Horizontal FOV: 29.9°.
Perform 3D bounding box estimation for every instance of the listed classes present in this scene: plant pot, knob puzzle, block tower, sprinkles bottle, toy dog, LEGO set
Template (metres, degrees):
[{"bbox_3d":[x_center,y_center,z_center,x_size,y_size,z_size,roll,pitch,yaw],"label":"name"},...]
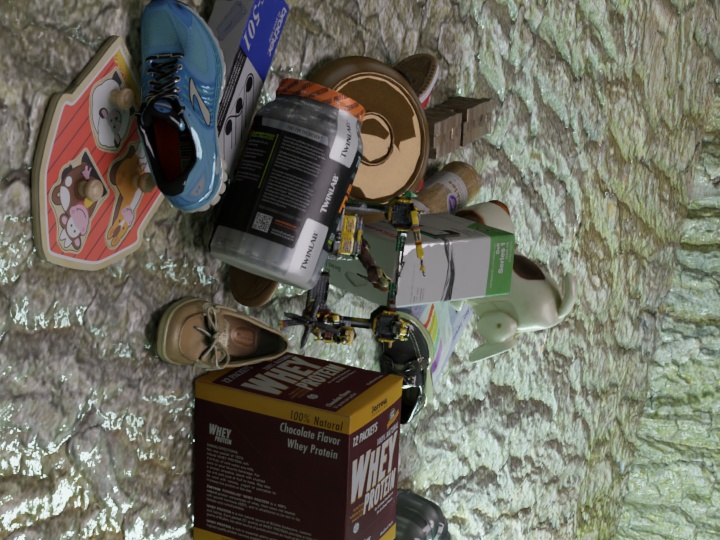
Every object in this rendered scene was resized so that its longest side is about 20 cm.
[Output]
[{"bbox_3d":[0.007,-0.156,1.605,0.200,0.027,0.201,-1,91,-33],"label":"plant pot"},{"bbox_3d":[-0.235,-0.085,1.246,0.220,0.030,0.220,-37,133,-55],"label":"knob puzzle"},{"bbox_3d":[0.123,-0.204,1.910,0.200,0.058,0.054,-28,125,-56],"label":"block tower"},{"bbox_3d":[0.101,-0.094,1.893,0.200,0.068,0.068,-39,134,-54],"label":"sprinkles bottle"},{"bbox_3d":[0.187,0.003,1.881,0.139,0.194,0.200,-31,94,-41],"label":"toy dog"},{"bbox_3d":[0.000,0.000,1.523,0.116,0.153,0.201,-121,-134,-79],"label":"LEGO set"}]

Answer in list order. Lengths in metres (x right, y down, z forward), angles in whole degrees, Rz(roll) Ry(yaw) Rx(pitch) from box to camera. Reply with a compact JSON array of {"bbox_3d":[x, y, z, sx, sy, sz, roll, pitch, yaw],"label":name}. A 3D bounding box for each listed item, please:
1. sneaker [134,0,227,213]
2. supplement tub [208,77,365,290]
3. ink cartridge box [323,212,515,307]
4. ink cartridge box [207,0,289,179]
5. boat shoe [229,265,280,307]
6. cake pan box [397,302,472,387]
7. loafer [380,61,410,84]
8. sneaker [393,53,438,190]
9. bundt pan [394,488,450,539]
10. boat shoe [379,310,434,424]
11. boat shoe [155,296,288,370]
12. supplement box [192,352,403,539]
[{"bbox_3d":[-0.168,-0.156,1.244,0.090,0.078,0.201,5,75,-77],"label":"sneaker"},{"bbox_3d":[-0.072,-0.090,1.410,0.122,0.122,0.201,27,81,-64],"label":"supplement tub"},{"bbox_3d":[0.073,-0.016,1.703,0.200,0.146,0.085,-5,107,-40],"label":"ink cartridge box"},{"bbox_3d":[-0.133,-0.204,1.379,0.094,0.044,0.201,57,49,-68],"label":"ink cartridge box"},{"bbox_3d":[-0.089,-0.053,1.509,0.069,0.074,0.201,22,84,-69],"label":"boat shoe"},{"bbox_3d":[0.108,0.044,1.984,0.200,0.052,0.184,-58,150,-38],"label":"cake pan box"},{"bbox_3d":[-0.003,-0.172,1.658,0.071,0.073,0.200,41,60,-47],"label":"loafer"},{"bbox_3d":[0.055,-0.178,1.760,0.200,0.071,0.113,-60,146,-19],"label":"sneaker"},{"bbox_3d":[0.076,0.436,2.046,0.202,0.076,0.202,-33,128,-56],"label":"bundt pan"},{"bbox_3d":[0.064,0.141,1.904,0.200,0.073,0.065,75,30,-43],"label":"boat shoe"},{"bbox_3d":[-0.147,0.069,1.449,0.200,0.063,0.074,1,99,-64],"label":"boat shoe"},{"bbox_3d":[-0.070,0.213,1.512,0.133,0.197,0.201,-27,123,-59],"label":"supplement box"}]
